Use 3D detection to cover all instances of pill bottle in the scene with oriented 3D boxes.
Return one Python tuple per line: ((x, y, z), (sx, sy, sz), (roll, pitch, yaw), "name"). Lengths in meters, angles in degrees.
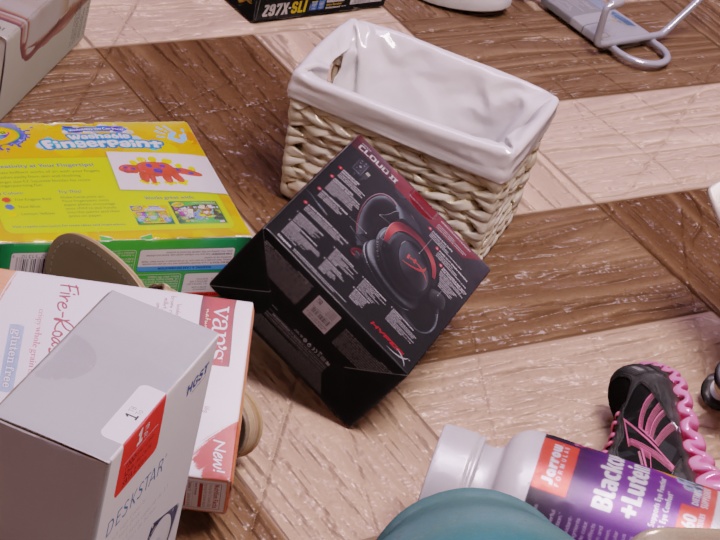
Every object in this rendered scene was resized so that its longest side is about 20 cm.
((0.137, 0.170, 1.492), (0.199, 0.112, 0.112), (18, 31, 6), "pill bottle")

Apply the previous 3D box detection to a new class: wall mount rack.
((0.264, -0.284, 2.298), (0.173, 0.075, 0.200), (-14, 42, -38), "wall mount rack")

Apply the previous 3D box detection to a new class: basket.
((0.044, -0.103, 1.877), (0.199, 0.124, 0.136), (21, 32, 13), "basket")

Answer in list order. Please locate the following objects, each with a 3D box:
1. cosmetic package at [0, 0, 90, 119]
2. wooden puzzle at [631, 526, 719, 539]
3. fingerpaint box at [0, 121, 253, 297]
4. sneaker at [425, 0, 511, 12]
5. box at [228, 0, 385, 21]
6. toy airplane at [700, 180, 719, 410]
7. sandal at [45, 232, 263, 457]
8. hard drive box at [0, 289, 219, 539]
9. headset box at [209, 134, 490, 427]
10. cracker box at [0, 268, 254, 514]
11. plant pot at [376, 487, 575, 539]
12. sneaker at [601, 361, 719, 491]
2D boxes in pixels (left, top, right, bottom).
((-0.310, -0.212, 1.942), (0.103, 0.088, 0.200), (19, 32, 6), "cosmetic package")
((0.248, 0.245, 1.356), (0.199, 0.037, 0.187), (5, 71, -39), "wooden puzzle")
((-0.205, -0.040, 1.725), (0.199, 0.074, 0.167), (-2, 36, -26), "fingerpaint box")
((0.066, -0.324, 2.274), (0.199, 0.085, 0.073), (25, 31, 15), "sneaker")
((-0.090, -0.316, 2.233), (0.159, 0.050, 0.200), (-13, 41, -34), "box")
((0.334, 0.010, 1.744), (0.140, 0.200, 0.200), (2, 30, -1), "toy airplane")
((-0.135, 0.053, 1.612), (0.212, 0.078, 0.069), (43, 26, 22), "sandal")
((-0.163, 0.139, 1.337), (0.076, 0.201, 0.156), (21, 33, 12), "hard drive box")
((0.000, 0.000, 1.691), (0.149, 0.075, 0.200), (45, 35, -3), "headset box")
((-0.175, 0.078, 1.503), (0.198, 0.058, 0.135), (7, 60, -4), "cracker box")
((0.070, 0.222, 1.323), (0.198, 0.202, 0.188), (12, 17, -4), "plant pot")
((0.197, 0.135, 1.622), (0.095, 0.080, 0.200), (-5, 33, -8), "sneaker")
